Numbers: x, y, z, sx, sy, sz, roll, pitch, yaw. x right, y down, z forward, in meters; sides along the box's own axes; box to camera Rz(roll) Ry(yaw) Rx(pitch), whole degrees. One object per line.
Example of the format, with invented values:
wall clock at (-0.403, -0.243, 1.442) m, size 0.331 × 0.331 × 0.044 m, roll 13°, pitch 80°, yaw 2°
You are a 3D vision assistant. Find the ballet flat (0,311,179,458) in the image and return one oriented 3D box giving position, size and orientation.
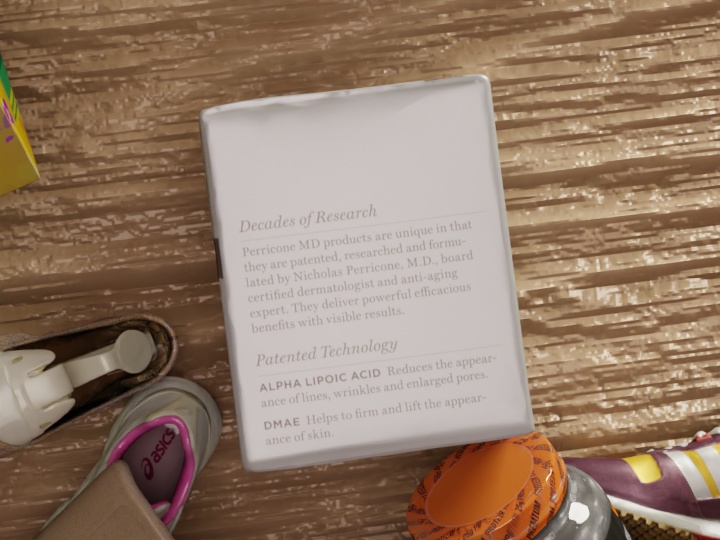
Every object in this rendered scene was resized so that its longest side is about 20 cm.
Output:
ballet flat at (-0.177, 0.061, 1.023) m, size 0.067 × 0.200 × 0.069 m, roll -14°, pitch 97°, yaw 36°

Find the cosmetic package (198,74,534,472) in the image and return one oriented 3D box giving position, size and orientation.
cosmetic package at (0.000, 0.000, 1.044) m, size 0.164 × 0.165 × 0.202 m, roll -8°, pitch 91°, yaw -3°

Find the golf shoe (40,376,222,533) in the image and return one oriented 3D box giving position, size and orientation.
golf shoe at (-0.151, 0.157, 1.075) m, size 0.075 × 0.092 × 0.201 m, roll 26°, pitch 91°, yaw -5°

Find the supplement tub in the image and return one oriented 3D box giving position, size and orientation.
supplement tub at (0.113, 0.199, 1.049) m, size 0.122 × 0.123 × 0.201 m, roll -33°, pitch 114°, yaw -3°

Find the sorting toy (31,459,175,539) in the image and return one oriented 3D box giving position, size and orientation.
sorting toy at (-0.136, 0.237, 1.030) m, size 0.185 × 0.036 × 0.201 m, roll -43°, pitch 73°, yaw 27°

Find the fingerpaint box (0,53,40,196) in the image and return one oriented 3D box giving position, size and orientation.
fingerpaint box at (-0.300, -0.086, 1.024) m, size 0.199 × 0.167 × 0.074 m, roll -24°, pitch 137°, yaw -3°

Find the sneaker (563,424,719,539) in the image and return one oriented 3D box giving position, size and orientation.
sneaker at (0.214, 0.127, 1.114) m, size 0.199 × 0.075 × 0.091 m, roll 12°, pitch 72°, yaw -3°
